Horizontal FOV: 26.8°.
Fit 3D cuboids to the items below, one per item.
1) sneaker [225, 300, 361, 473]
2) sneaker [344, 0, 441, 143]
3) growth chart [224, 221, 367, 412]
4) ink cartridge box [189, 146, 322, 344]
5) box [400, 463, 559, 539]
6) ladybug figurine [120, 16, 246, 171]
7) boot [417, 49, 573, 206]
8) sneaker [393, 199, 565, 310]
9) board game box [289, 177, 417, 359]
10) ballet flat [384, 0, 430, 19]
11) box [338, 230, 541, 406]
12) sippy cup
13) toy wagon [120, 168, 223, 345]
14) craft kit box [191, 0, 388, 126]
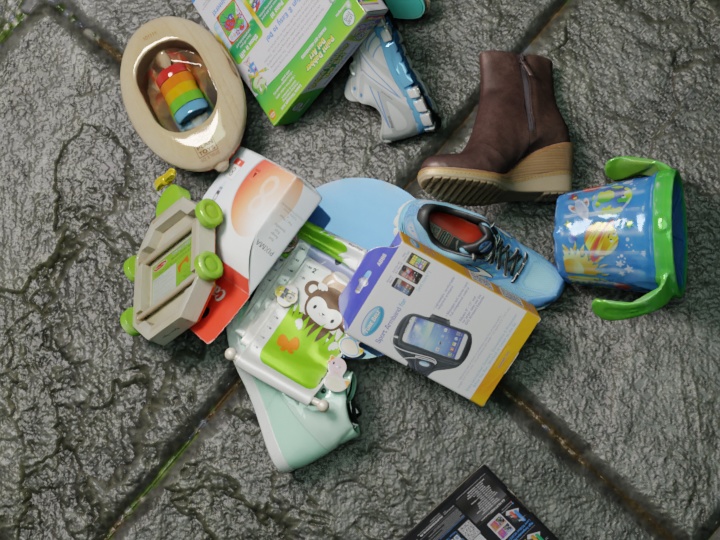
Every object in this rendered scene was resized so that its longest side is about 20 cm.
[{"bbox_3d":[-0.068,0.107,1.648,0.117,0.074,0.202,-23,86,10],"label":"sneaker"},{"bbox_3d":[0.011,-0.233,1.690,0.086,0.075,0.201,-23,95,16],"label":"sneaker"},{"bbox_3d":[-0.057,0.043,1.629,0.144,0.018,0.201,20,69,4],"label":"growth chart"},{"bbox_3d":[-0.147,-0.033,1.654,0.050,0.162,0.200,42,84,-31],"label":"ink cartridge box"},{"bbox_3d":[0.129,0.330,1.540,0.198,0.050,0.200,45,53,12],"label":"box"},{"bbox_3d":[-0.197,-0.195,1.725,0.135,0.072,0.201,-26,73,5],"label":"ladybug figurine"},{"bbox_3d":[0.139,-0.158,1.644,0.199,0.072,0.168,1,71,-28],"label":"boot"},{"bbox_3d":[0.131,-0.015,1.621,0.199,0.090,0.079,25,80,-8],"label":"sneaker"},{"bbox_3d":[0.000,0.000,1.681,0.157,0.039,0.201,18,84,5],"label":"board game box"},{"bbox_3d":[-0.010,-0.344,1.737,0.198,0.076,0.064,15,48,6],"label":"ballet flat"},{"bbox_3d":[0.076,0.047,1.599,0.199,0.042,0.120,29,105,-12],"label":"box"},{"bbox_3d":[0.275,-0.036,1.605,0.129,0.178,0.141,-3,107,19],"label":"sippy cup"},{"bbox_3d":[-0.206,-0.021,1.672,0.155,0.039,0.201,-33,47,39],"label":"toy wagon"},{"bbox_3d":[-0.085,-0.300,1.689,0.200,0.048,0.198,-45,69,40],"label":"craft kit box"}]
